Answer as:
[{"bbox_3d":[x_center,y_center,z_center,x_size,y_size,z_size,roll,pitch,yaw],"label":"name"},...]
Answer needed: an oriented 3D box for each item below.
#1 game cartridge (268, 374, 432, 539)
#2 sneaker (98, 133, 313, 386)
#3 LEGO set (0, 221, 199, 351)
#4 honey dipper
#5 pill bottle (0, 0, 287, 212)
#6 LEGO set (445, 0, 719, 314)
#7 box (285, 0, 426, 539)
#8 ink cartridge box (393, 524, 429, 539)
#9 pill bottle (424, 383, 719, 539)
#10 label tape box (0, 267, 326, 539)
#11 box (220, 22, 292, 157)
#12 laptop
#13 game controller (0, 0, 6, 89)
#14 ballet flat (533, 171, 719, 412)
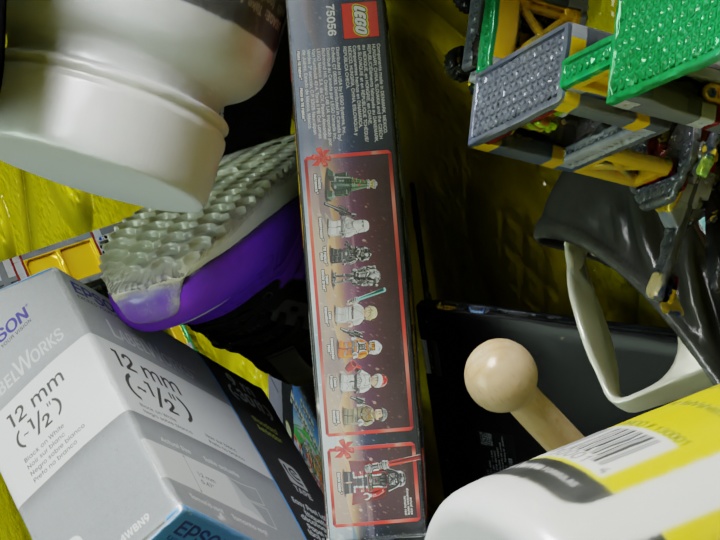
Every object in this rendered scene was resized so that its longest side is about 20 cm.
[{"bbox_3d":[-0.004,0.119,1.099,0.200,0.038,0.130,-120,19,-49],"label":"game cartridge"},{"bbox_3d":[-0.040,0.006,0.992,0.200,0.069,0.100,-43,-62,-65],"label":"sneaker"},{"bbox_3d":[-0.172,0.066,1.366,0.154,0.116,0.200,67,157,8],"label":"LEGO set"},{"bbox_3d":[0.097,0.086,0.757,0.200,0.038,0.038,47,169,-29],"label":"honey dipper"},{"bbox_3d":[-0.075,-0.131,0.889,0.113,0.113,0.201,-3,69,66],"label":"pill bottle"},{"bbox_3d":[0.117,-0.086,0.637,0.200,0.115,0.154,145,134,-61],"label":"LEGO set"},{"bbox_3d":[0.000,0.000,0.905,0.137,0.040,0.201,68,-163,-87],"label":"box"},{"bbox_3d":[0.079,0.182,0.848,0.146,0.086,0.201,-27,90,42],"label":"ink cartridge box"},{"bbox_3d":[0.125,0.077,0.599,0.114,0.199,0.115,47,147,44],"label":"pill bottle"},{"bbox_3d":[-0.087,0.065,0.948,0.143,0.066,0.200,34,-161,-49],"label":"label tape box"},{"bbox_3d":[-0.107,-0.169,1.075,0.200,0.086,0.164,55,153,36],"label":"box"},{"bbox_3d":[0.086,0.078,0.935,0.199,0.116,0.188,7,118,34],"label":"laptop"},{"bbox_3d":[-0.146,-0.152,0.833,0.104,0.042,0.201,12,102,55],"label":"game controller"},{"bbox_3d":[0.118,0.036,0.748,0.068,0.068,0.200,33,-160,-51],"label":"ballet flat"}]
